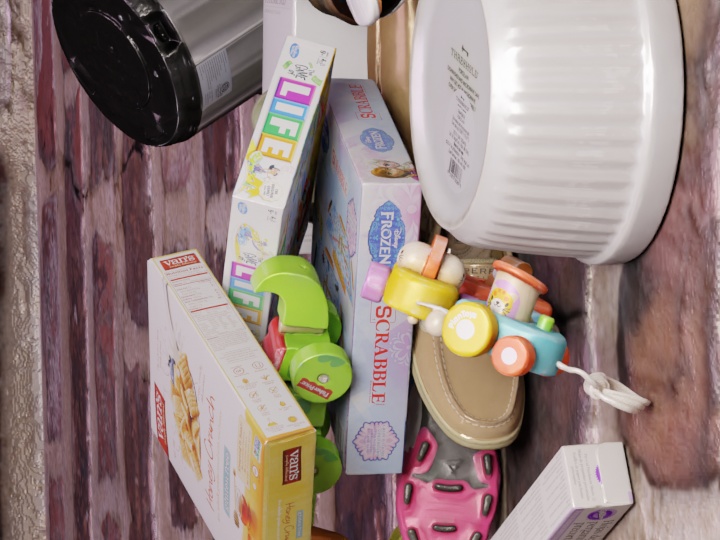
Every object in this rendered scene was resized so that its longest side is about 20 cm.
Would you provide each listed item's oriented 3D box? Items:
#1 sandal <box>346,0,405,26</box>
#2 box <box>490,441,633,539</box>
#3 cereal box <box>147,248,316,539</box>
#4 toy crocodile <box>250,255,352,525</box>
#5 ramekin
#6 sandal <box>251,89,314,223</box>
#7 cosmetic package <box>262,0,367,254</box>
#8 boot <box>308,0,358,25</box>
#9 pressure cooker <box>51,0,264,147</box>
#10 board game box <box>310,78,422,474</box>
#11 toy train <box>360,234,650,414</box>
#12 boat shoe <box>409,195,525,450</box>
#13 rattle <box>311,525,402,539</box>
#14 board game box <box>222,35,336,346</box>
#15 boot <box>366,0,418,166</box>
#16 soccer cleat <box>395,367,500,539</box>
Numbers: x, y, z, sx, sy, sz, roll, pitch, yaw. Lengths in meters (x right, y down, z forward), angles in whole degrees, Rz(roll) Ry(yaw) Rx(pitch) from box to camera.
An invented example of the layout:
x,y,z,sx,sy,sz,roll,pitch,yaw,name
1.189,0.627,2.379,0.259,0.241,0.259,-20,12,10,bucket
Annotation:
x,y,z,sx,sy,sz,roll,pitch,yaw,name
0.009,-0.209,1.717,0.207,0.059,0.080,-106,-1,-76,sandal
0.112,0.159,1.616,0.200,0.038,0.042,117,147,-60,box
-0.084,0.100,1.710,0.200,0.039,0.145,-127,31,-47,cereal box
-0.043,0.082,1.723,0.068,0.061,0.201,-104,16,-53,toy crocodile
0.098,-0.102,1.525,0.200,0.104,0.202,179,90,-74,ramekin
-0.020,-0.062,1.948,0.080,0.057,0.201,-46,57,22,sandal
-0.031,-0.118,2.059,0.101,0.071,0.202,-157,67,-73,cosmetic package
-0.041,-0.210,1.910,0.200,0.096,0.075,-56,-38,-73,boot
-0.126,-0.213,2.183,0.179,0.200,0.176,53,153,2,pressure cooker
0.000,0.000,1.775,0.200,0.041,0.201,-110,22,-65,board game box
0.087,0.019,1.554,0.200,0.149,0.056,32,104,63,toy train
0.067,0.017,1.708,0.065,0.071,0.201,109,156,-55,boat shoe
0.000,0.275,1.861,0.130,0.142,0.201,34,120,49,rattle
-0.057,-0.038,1.767,0.200,0.034,0.135,101,-175,-55,board game box
0.043,-0.156,1.816,0.175,0.066,0.202,-135,44,-76,boot
0.056,0.105,1.791,0.086,0.069,0.202,84,-176,-79,soccer cleat
